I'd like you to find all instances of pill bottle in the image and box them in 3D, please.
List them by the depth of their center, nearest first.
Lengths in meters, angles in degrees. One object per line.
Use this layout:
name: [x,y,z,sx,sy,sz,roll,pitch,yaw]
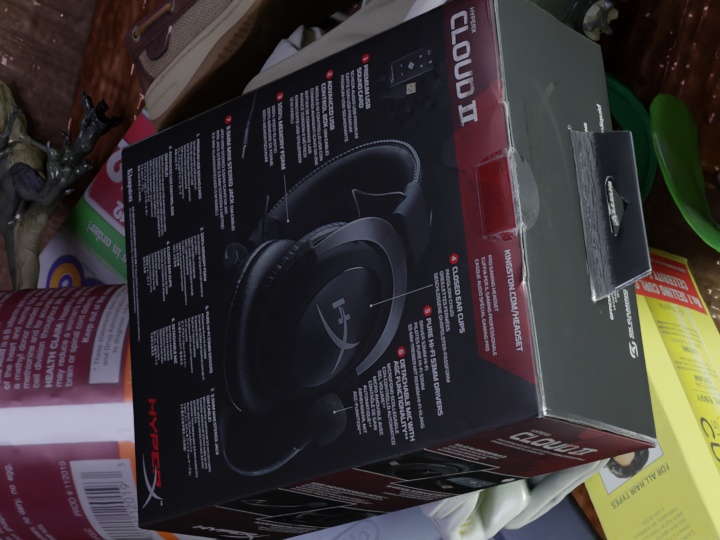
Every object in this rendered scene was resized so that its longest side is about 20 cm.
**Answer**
pill bottle: [-0.155,0.066,0.797,0.198,0.114,0.116,-3,92,14]

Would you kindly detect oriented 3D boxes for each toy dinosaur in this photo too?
toy dinosaur: [-0.167,-0.043,0.921,0.088,0.047,0.201,-42,34,25]

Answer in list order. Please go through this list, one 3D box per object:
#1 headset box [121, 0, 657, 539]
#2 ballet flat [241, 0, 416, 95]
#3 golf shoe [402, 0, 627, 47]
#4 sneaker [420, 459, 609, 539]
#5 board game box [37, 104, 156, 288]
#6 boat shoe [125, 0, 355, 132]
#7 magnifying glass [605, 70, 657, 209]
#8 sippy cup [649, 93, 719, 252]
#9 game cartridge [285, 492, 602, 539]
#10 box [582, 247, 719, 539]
headset box: [0.011,0.003,0.631,0.199,0.077,0.151,-20,67,34]
ballet flat: [0.000,-0.093,0.812,0.199,0.069,0.070,-29,76,34]
golf shoe: [0.071,-0.139,0.714,0.200,0.077,0.088,-48,50,-4]
sneaker: [0.015,0.055,0.705,0.199,0.073,0.117,-24,63,44]
board game box: [-0.131,0.015,0.941,0.096,0.030,0.200,54,125,22]
boat shoe: [-0.046,-0.145,0.834,0.200,0.072,0.072,-41,70,39]
magnifying glass: [0.031,-0.023,0.756,0.198,0.022,0.080,-25,105,10]
sippy cup: [0.191,-0.080,0.621,0.176,0.140,0.132,-13,71,0]
game cartridge: [0.014,0.159,0.746,0.199,0.042,0.134,-35,66,4]
box: [0.126,0.083,0.683,0.050,0.075,0.201,-41,53,31]
